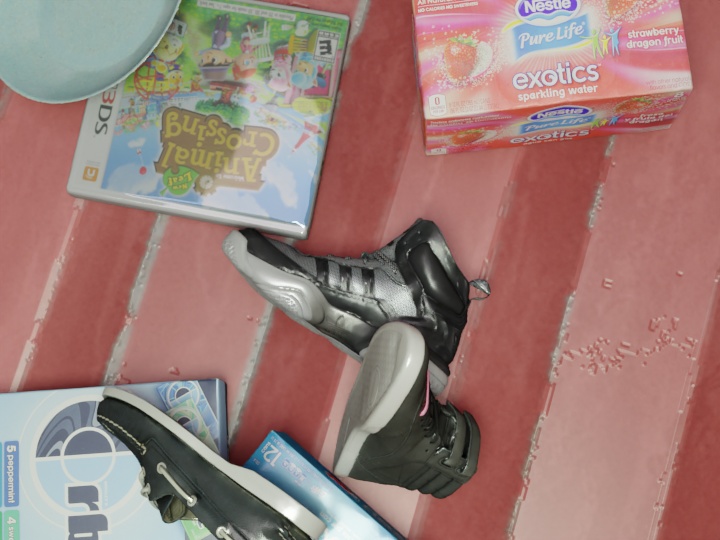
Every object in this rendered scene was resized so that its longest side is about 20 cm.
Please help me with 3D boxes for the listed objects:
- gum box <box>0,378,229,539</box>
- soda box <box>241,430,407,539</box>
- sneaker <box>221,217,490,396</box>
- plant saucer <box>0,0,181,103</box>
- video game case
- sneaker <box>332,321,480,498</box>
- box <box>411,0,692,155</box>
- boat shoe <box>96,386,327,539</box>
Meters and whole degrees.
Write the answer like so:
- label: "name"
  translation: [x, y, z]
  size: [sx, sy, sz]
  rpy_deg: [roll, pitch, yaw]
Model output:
- label: "gum box"
  translation: [-0.196, 0.174, 0.915]
  size: [0.197, 0.045, 0.173]
  rpy_deg: [-4, 79, 2]
- label: "soda box"
  translation: [-0.005, 0.205, 0.886]
  size: [0.199, 0.068, 0.064]
  rpy_deg: [40, 86, 9]
- label: "sneaker"
  translation: [0.000, 0.000, 0.923]
  size: [0.199, 0.076, 0.115]
  rpy_deg: [32, 82, 3]
- label: "plant saucer"
  translation: [-0.213, -0.222, 0.975]
  size: [0.198, 0.039, 0.204]
  rpy_deg: [-7, 73, 22]
- label: "video game case"
  translation: [-0.120, -0.131, 0.978]
  size: [0.197, 0.022, 0.185]
  rpy_deg: [10, 80, 5]
- label: "sneaker"
  translation: [0.045, 0.099, 0.851]
  size: [0.098, 0.201, 0.072]
  rpy_deg: [12, 58, -6]
- label: "box"
  translation: [0.140, -0.159, 0.931]
  size: [0.197, 0.095, 0.104]
  rpy_deg: [-5, 78, 2]
- label: "boat shoe"
  translation: [-0.116, 0.146, 0.837]
  size: [0.198, 0.076, 0.061]
  rpy_deg: [26, 73, 31]
